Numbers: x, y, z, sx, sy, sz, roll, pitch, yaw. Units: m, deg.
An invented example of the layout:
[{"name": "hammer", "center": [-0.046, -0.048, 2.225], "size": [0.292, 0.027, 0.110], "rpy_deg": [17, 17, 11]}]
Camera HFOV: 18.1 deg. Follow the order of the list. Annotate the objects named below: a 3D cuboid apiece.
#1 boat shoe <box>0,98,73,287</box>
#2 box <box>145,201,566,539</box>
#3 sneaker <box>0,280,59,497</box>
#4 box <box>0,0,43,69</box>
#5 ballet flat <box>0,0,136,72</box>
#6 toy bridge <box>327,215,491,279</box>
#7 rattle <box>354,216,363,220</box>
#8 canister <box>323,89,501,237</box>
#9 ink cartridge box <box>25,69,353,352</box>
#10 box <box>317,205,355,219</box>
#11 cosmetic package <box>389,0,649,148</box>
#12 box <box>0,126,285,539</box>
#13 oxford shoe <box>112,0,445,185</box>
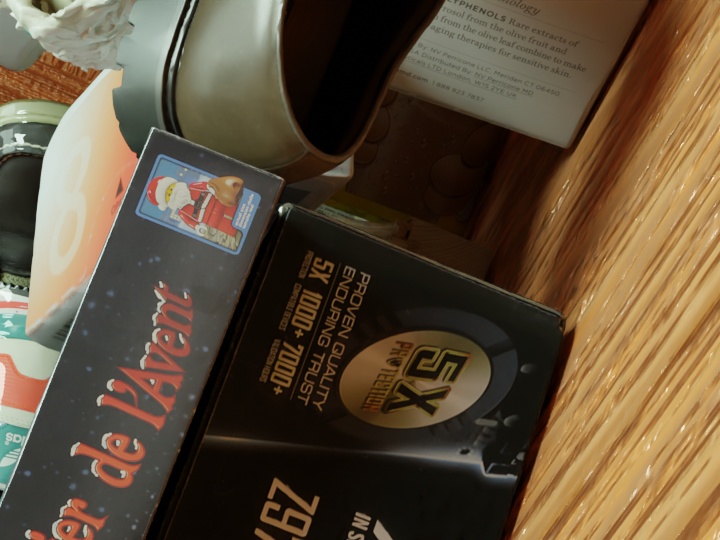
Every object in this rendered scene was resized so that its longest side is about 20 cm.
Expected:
[{"name": "boat shoe", "center": [-0.146, 0.007, 0.963], "size": [0.201, 0.071, 0.066], "rpy_deg": [119, 161, -52]}, {"name": "box", "center": [-0.029, 0.106, 0.642], "size": [0.164, 0.086, 0.201], "rpy_deg": [127, 164, -69]}, {"name": "sneaker", "center": [-0.162, 0.080, 0.913], "size": [0.200, 0.070, 0.094], "rpy_deg": [138, 144, -55]}, {"name": "box", "center": [-0.130, -0.224, 0.814], "size": [0.199, 0.171, 0.201], "rpy_deg": [-38, 30, 51]}, {"name": "ballet flat", "center": [-0.047, -0.146, 0.660], "size": [0.201, 0.072, 0.072], "rpy_deg": [-63, 7, 14]}, {"name": "toy bridge", "center": [0.000, 0.000, 0.873], "size": [0.200, 0.067, 0.027], "rpy_deg": [143, 149, -81]}, {"name": "rattle", "center": [-0.015, -0.092, 1.041], "size": [0.200, 0.142, 0.131], "rpy_deg": [-88, -4, -52]}, {"name": "canister", "center": [0.007, -0.125, 0.877], "size": [0.087, 0.148, 0.201], "rpy_deg": [-145, 74, -79]}, {"name": "ink cartridge box", "center": [-0.057, -0.090, 0.759], "size": [0.162, 0.050, 0.201], "rpy_deg": [-38, 47, 51]}, {"name": "box", "center": [-0.063, 0.036, 1.035], "size": [0.200, 0.127, 0.109], "rpy_deg": [-75, 8, -53]}, {"name": "cosmetic package", "center": [0.068, -0.151, 0.683], "size": [0.108, 0.085, 0.200], "rpy_deg": [-81, 12, -49]}, {"name": "box", "center": [-0.079, 0.071, 0.605], "size": [0.137, 0.038, 0.201], "rpy_deg": [141, 151, -79]}, {"name": "oxford shoe", "center": [0.006, -0.115, 0.607], "size": [0.084, 0.073, 0.201], "rpy_deg": [10, 83, 45]}]
